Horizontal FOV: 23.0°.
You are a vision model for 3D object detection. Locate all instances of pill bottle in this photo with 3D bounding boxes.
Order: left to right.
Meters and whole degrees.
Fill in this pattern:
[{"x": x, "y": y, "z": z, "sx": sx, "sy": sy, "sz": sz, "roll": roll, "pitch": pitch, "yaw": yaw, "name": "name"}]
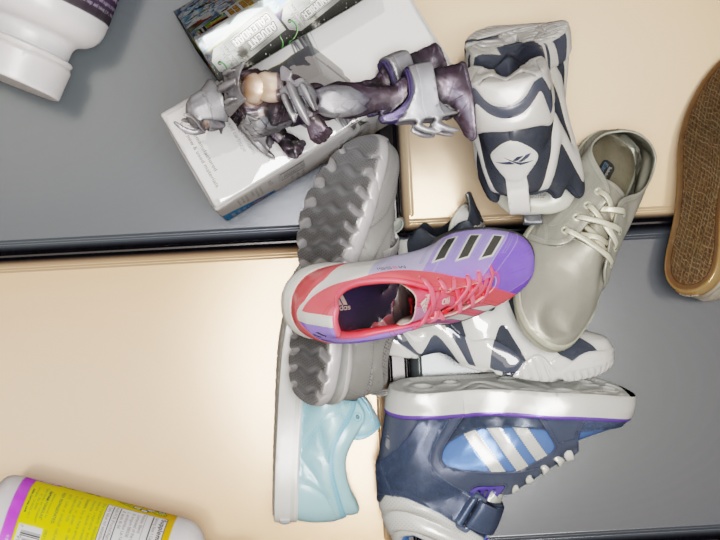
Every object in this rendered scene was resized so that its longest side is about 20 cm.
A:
[{"x": -0.230, "y": -0.236, "z": 1.334, "sx": 0.111, "sy": 0.111, "sz": 0.201, "roll": 21, "pitch": 88, "yaw": 0, "name": "pill bottle"}, {"x": -0.185, "y": 0.226, "z": 1.325, "sx": 0.198, "sy": 0.104, "sz": 0.105, "roll": 15, "pitch": 88, "yaw": -1, "name": "pill bottle"}]

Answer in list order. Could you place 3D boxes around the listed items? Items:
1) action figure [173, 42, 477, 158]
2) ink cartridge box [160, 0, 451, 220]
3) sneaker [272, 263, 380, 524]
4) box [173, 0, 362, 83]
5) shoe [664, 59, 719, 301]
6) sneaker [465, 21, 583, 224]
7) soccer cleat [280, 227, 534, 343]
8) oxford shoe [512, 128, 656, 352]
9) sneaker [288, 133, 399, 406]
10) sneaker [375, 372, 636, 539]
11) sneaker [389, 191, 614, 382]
[{"x": -0.027, "y": -0.110, "z": 1.185, "sx": 0.198, "sy": 0.130, "sz": 0.070, "roll": -7, "pitch": 96, "yaw": -14, "name": "action figure"}, {"x": -0.039, "y": -0.125, "z": 1.318, "sx": 0.199, "sy": 0.145, "sz": 0.084, "roll": -31, "pitch": 89, "yaw": -2, "name": "ink cartridge box"}, {"x": -0.025, "y": 0.094, "z": 1.353, "sx": 0.081, "sy": 0.074, "sz": 0.202, "roll": 3, "pitch": 98, "yaw": -5, "name": "sneaker"}, {"x": -0.063, "y": -0.199, "z": 1.293, "sx": 0.136, "sy": 0.200, "sz": 0.040, "roll": -32, "pitch": 107, "yaw": -1, "name": "box"}, {"x": 0.283, "y": -0.073, "z": 1.373, "sx": 0.053, "sy": 0.070, "sz": 0.202, "roll": 20, "pitch": 82, "yaw": -43, "name": "shoe"}, {"x": 0.122, "y": -0.105, "z": 1.310, "sx": 0.079, "sy": 0.199, "sz": 0.131, "roll": -5, "pitch": 111, "yaw": 6, "name": "sneaker"}, {"x": 0.046, "y": 0.015, "z": 1.236, "sx": 0.199, "sy": 0.073, "sz": 0.069, "roll": -10, "pitch": 106, "yaw": -25, "name": "soccer cleat"}, {"x": 0.169, "y": -0.031, "z": 1.326, "sx": 0.075, "sy": 0.058, "sz": 0.201, "roll": 34, "pitch": 63, "yaw": -14, "name": "oxford shoe"}, {"x": 0.000, "y": 0.000, "z": 1.300, "sx": 0.082, "sy": 0.075, "sz": 0.202, "roll": 7, "pitch": 98, "yaw": -38, "name": "sneaker"}, {"x": 0.110, "y": 0.157, "z": 1.354, "sx": 0.198, "sy": 0.081, "sz": 0.148, "roll": 0, "pitch": 100, "yaw": -8, "name": "sneaker"}, {"x": 0.102, "y": 0.009, "z": 1.349, "sx": 0.198, "sy": 0.079, "sz": 0.131, "roll": 9, "pitch": 97, "yaw": 9, "name": "sneaker"}]
